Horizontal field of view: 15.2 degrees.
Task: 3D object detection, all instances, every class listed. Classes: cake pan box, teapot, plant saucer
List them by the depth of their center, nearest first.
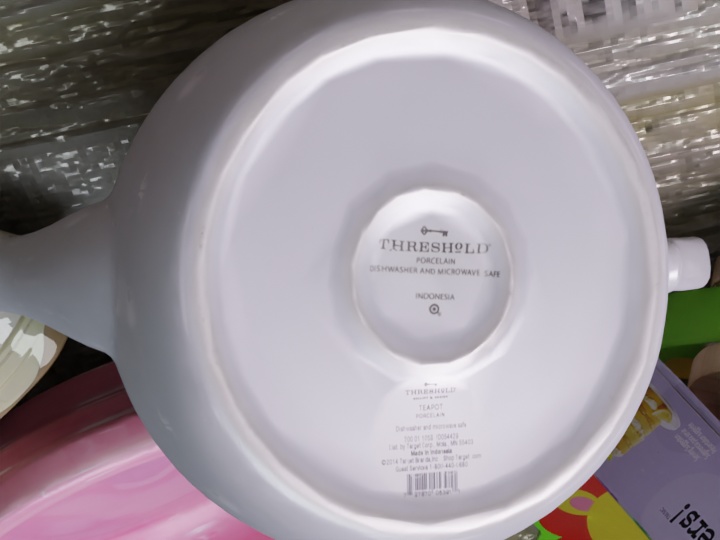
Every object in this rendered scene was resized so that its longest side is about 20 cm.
[{"bbox_3d":[0.000,0.000,0.896,0.200,0.198,0.146,46,166,-15],"label":"teapot"},{"bbox_3d":[0.173,0.139,0.973,0.052,0.184,0.200,-40,130,3],"label":"cake pan box"},{"bbox_3d":[-0.084,0.084,1.044,0.199,0.051,0.201,-21,158,-9],"label":"plant saucer"}]

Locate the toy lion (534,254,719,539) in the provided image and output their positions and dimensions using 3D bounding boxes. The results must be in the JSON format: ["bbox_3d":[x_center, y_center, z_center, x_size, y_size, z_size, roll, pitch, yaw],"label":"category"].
[{"bbox_3d":[0.144,0.083,1.111,0.191,0.069,0.200,-15,136,38],"label":"toy lion"}]

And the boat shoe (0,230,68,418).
[{"bbox_3d":[-0.175,0.045,0.992,0.065,0.072,0.200,28,134,-21],"label":"boat shoe"}]
